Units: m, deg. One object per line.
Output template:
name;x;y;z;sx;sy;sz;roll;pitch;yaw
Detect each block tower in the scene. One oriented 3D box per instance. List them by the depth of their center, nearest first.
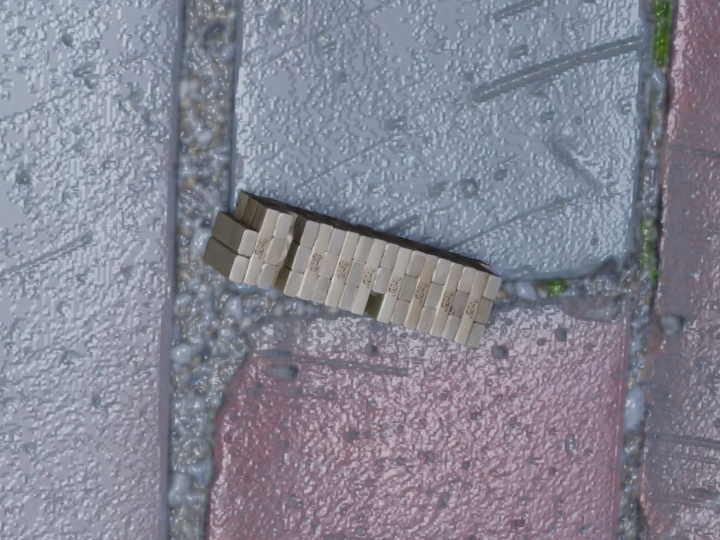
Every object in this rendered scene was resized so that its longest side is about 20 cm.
block tower;0.000;0.000;1.831;0.199;0.058;0.054;15;99;-26
